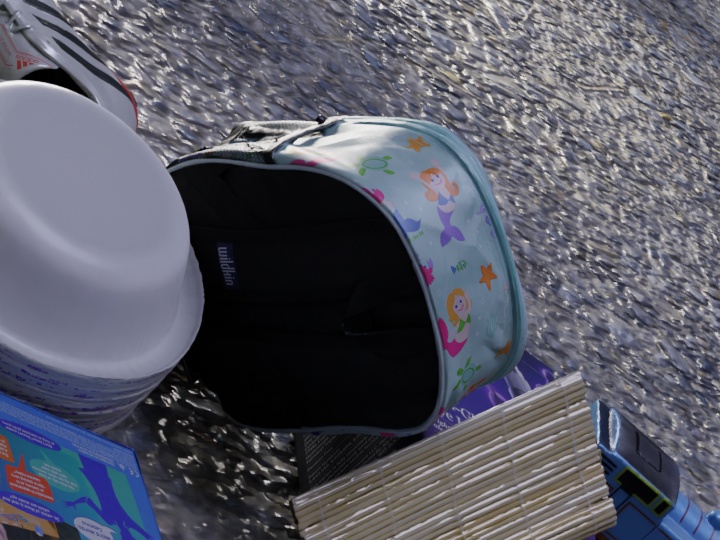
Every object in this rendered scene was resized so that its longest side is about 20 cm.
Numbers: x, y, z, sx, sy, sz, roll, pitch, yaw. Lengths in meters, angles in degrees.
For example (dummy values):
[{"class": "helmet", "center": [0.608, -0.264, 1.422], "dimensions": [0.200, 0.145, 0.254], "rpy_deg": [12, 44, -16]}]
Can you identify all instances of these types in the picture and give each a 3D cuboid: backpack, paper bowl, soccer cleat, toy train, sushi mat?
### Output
[{"class": "backpack", "center": [0.000, 0.000, 1.463], "dimensions": [0.150, 0.200, 0.178], "rpy_deg": [-28, 109, -35]}, {"class": "paper bowl", "center": [-0.170, -0.018, 1.384], "dimensions": [0.200, 0.104, 0.201], "rpy_deg": [29, 35, -23]}, {"class": "soccer cleat", "center": [-0.214, -0.143, 1.628], "dimensions": [0.200, 0.069, 0.085], "rpy_deg": [48, 16, -8]}, {"class": "toy train", "center": [0.182, 0.183, 1.718], "dimensions": [0.200, 0.114, 0.087], "rpy_deg": [42, 22, -11]}, {"class": "sushi mat", "center": [0.055, 0.134, 1.481], "dimensions": [0.012, 0.200, 0.096], "rpy_deg": [5, -66, 62]}]

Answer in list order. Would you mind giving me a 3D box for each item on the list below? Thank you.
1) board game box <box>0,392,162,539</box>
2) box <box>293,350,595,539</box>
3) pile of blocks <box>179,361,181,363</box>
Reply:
[{"class": "board game box", "center": [-0.151, 0.145, 1.255], "dimensions": [0.152, 0.045, 0.200], "rpy_deg": [28, 27, -40]}, {"class": "box", "center": [0.045, 0.111, 1.605], "dimensions": [0.148, 0.104, 0.200], "rpy_deg": [34, 24, -27]}, {"class": "pile of blocks", "center": [-0.104, 0.026, 1.562], "dimensions": [0.200, 0.082, 0.062], "rpy_deg": [14, 80, -40]}]
